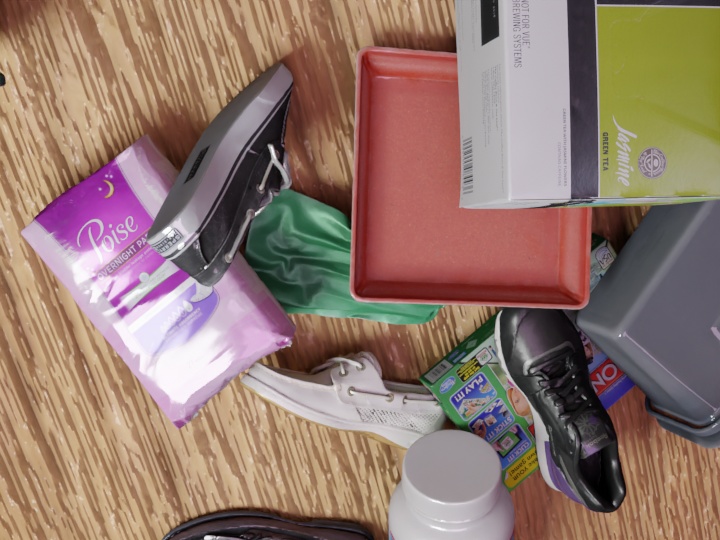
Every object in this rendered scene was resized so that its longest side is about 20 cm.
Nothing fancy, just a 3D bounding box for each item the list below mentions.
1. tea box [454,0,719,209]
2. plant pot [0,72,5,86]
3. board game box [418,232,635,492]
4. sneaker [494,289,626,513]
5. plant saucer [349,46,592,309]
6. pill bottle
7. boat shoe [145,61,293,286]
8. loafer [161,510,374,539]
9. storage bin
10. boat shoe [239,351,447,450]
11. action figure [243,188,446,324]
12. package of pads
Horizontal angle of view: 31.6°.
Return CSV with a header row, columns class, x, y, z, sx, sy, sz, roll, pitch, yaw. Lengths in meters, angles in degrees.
class,x,y,z,sx,sy,sz,roll,pitch,yaw
tea box,0.181,-0.149,0.959,0.196,0.134,0.201,-1,90,-11
plant pot,-0.325,-0.235,0.839,0.199,0.200,0.197,7,100,-14
board game box,0.166,0.081,1.112,0.200,0.029,0.135,-39,113,-7
sneaker,0.178,0.110,1.059,0.076,0.088,0.201,-27,111,-12
plant saucer,0.087,-0.071,1.024,0.199,0.037,0.201,2,88,-13
pill bottle,0.079,0.237,1.103,0.108,0.109,0.201,-9,130,-8
boat shoe,-0.087,-0.073,0.951,0.068,0.200,0.073,43,134,-22
loafer,-0.079,0.258,1.131,0.199,0.063,0.072,2,110,-12
storage bin,0.284,0.025,1.056,0.134,0.146,0.200,36,86,-18
boat shoe,-0.008,0.100,1.085,0.199,0.071,0.070,19,94,-32
action figure,0.000,0.000,1.054,0.199,0.055,0.119,12,106,-11
package of pads,-0.152,0.008,0.984,0.120,0.076,0.200,-37,92,8
